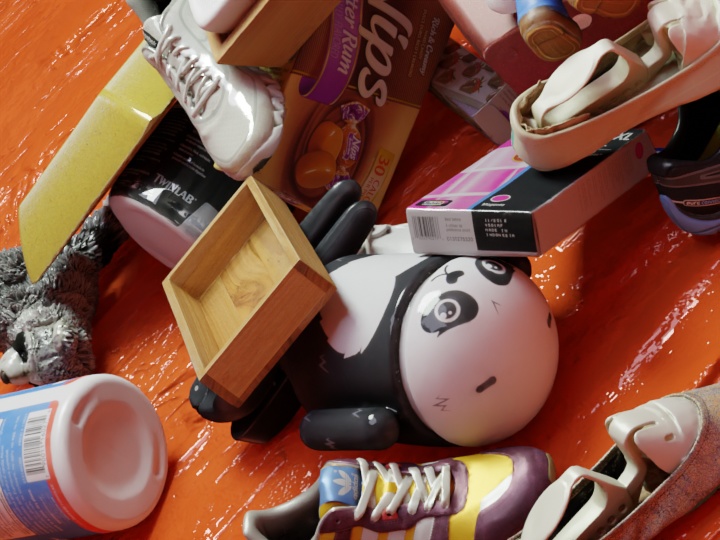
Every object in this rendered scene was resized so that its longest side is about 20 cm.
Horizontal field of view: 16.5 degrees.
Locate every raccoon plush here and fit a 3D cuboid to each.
[{"bbox_3d":[-0.218,0.014,1.938,0.134,0.097,0.200,17,65,45],"label":"raccoon plush"}]

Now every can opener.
[{"bbox_3d":[-0.053,0.024,1.698,0.063,0.078,0.200,42,109,42],"label":"can opener"}]

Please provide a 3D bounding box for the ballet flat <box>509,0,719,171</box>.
[{"bbox_3d":[0.177,-0.129,1.533,0.200,0.070,0.070,-32,34,8],"label":"ballet flat"}]

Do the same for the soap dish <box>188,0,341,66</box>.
[{"bbox_3d":[-0.058,-0.249,1.764,0.157,0.081,0.200,-47,35,23],"label":"soap dish"}]

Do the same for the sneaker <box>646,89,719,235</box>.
[{"bbox_3d":[0.253,-0.115,1.576,0.200,0.083,0.071,-52,34,-13],"label":"sneaker"}]

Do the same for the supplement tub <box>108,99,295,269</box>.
[{"bbox_3d":[-0.089,-0.095,1.885,0.122,0.123,0.200,14,62,53],"label":"supplement tub"}]

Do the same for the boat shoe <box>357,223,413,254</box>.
[{"bbox_3d":[0.000,0.000,1.734,0.199,0.066,0.072,-21,39,32],"label":"boat shoe"}]

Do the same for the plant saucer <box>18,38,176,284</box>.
[{"bbox_3d":[-0.187,-0.110,1.911,0.200,0.048,0.200,-50,6,36],"label":"plant saucer"}]

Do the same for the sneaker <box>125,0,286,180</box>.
[{"bbox_3d":[-0.114,-0.141,1.766,0.075,0.081,0.200,-47,44,21],"label":"sneaker"}]

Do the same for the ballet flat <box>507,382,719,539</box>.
[{"bbox_3d":[0.152,0.123,1.430,0.200,0.067,0.068,-46,33,-5],"label":"ballet flat"}]

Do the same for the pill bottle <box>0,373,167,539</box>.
[{"bbox_3d":[-0.244,0.143,1.794,0.199,0.112,0.113,-13,43,39],"label":"pill bottle"}]

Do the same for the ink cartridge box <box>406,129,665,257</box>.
[{"bbox_3d":[0.121,-0.058,1.602,0.094,0.037,0.200,2,20,35],"label":"ink cartridge box"}]

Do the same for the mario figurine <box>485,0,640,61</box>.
[{"bbox_3d":[0.127,-0.234,1.582,0.123,0.106,0.201,-15,64,2],"label":"mario figurine"}]

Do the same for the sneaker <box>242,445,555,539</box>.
[{"bbox_3d":[0.022,0.148,1.519,0.200,0.090,0.075,-28,36,23],"label":"sneaker"}]

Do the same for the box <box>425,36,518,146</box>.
[{"bbox_3d":[0.066,-0.148,1.855,0.039,0.041,0.200,-44,33,-1],"label":"box"}]

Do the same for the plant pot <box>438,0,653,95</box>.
[{"bbox_3d":[0.153,-0.207,1.701,0.199,0.200,0.177,-30,46,20],"label":"plant pot"}]

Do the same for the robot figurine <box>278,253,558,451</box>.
[{"bbox_3d":[0.032,0.048,1.587,0.200,0.125,0.151,0,79,47],"label":"robot figurine"}]

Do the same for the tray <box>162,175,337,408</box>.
[{"bbox_3d":[-0.075,0.011,1.630,0.099,0.037,0.200,-51,19,7],"label":"tray"}]

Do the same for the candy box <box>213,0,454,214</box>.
[{"bbox_3d":[-0.012,-0.141,1.810,0.056,0.116,0.201,18,83,57],"label":"candy box"}]
